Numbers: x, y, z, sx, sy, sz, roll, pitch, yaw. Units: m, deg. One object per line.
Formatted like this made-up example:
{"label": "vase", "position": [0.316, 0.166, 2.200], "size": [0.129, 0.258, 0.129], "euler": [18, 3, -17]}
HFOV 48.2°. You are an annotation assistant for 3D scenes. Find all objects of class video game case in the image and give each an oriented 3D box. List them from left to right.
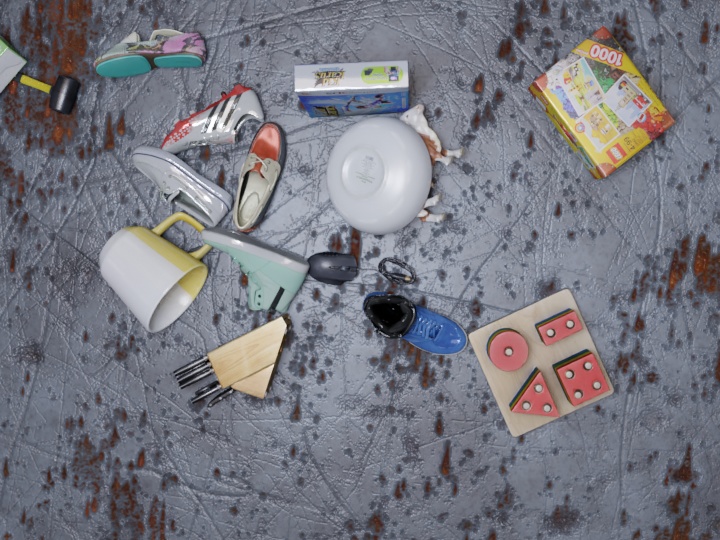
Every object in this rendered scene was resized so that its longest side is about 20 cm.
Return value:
{"label": "video game case", "position": [-0.009, -0.296, 1.331], "size": [0.178, 0.200, 0.046], "euler": [-1, 89, 4]}

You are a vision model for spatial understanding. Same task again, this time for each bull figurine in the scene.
{"label": "bull figurine", "position": [0.106, -0.180, 1.391], "size": [0.120, 0.065, 0.203], "euler": [19, 101, 29]}

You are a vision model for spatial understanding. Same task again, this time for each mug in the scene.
{"label": "mug", "position": [-0.363, -0.004, 1.421], "size": [0.153, 0.186, 0.150], "euler": [38, 127, 10]}

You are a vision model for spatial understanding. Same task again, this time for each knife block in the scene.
{"label": "knife block", "position": [-0.232, 0.151, 1.438], "size": [0.173, 0.064, 0.203], "euler": [19, 94, 2]}

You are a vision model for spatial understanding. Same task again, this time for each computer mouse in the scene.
{"label": "computer mouse", "position": [0.000, 0.000, 1.430], "size": [0.197, 0.034, 0.060], "euler": [4, 92, 3]}

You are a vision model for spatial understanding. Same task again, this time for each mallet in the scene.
{"label": "mallet", "position": [-0.599, -0.352, 1.453], "size": [0.198, 0.041, 0.067], "euler": [29, 94, 6]}

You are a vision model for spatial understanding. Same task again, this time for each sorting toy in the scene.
{"label": "sorting toy", "position": [0.316, 0.165, 1.400], "size": [0.197, 0.070, 0.202], "euler": [-25, 91, 5]}

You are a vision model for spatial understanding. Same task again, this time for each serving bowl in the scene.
{"label": "serving bowl", "position": [0.020, -0.163, 1.366], "size": [0.197, 0.066, 0.204], "euler": [0, 90, 28]}

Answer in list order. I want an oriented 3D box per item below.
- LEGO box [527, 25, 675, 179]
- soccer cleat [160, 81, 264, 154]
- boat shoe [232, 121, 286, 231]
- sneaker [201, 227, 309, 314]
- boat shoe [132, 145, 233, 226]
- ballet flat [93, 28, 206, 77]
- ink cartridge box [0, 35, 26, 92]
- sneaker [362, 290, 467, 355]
{"label": "LEGO box", "position": [0.406, -0.282, 1.367], "size": [0.148, 0.077, 0.201], "euler": [-38, 90, 4]}
{"label": "soccer cleat", "position": [-0.261, -0.248, 1.419], "size": [0.199, 0.069, 0.086], "euler": [-33, 86, 0]}
{"label": "boat shoe", "position": [-0.180, -0.166, 1.420], "size": [0.070, 0.063, 0.203], "euler": [18, 93, 5]}
{"label": "sneaker", "position": [-0.201, 0.005, 1.413], "size": [0.198, 0.074, 0.120], "euler": [23, 102, -7]}
{"label": "boat shoe", "position": [-0.322, -0.148, 1.414], "size": [0.198, 0.074, 0.067], "euler": [27, 60, 2]}
{"label": "ballet flat", "position": [-0.371, -0.389, 1.425], "size": [0.197, 0.069, 0.072], "euler": [-7, 74, 0]}
{"label": "ink cartridge box", "position": [-0.706, -0.401, 1.427], "size": [0.200, 0.067, 0.117], "euler": [43, 91, 11]}
{"label": "sneaker", "position": [0.094, 0.096, 1.390], "size": [0.198, 0.111, 0.078], "euler": [27, 94, 2]}
